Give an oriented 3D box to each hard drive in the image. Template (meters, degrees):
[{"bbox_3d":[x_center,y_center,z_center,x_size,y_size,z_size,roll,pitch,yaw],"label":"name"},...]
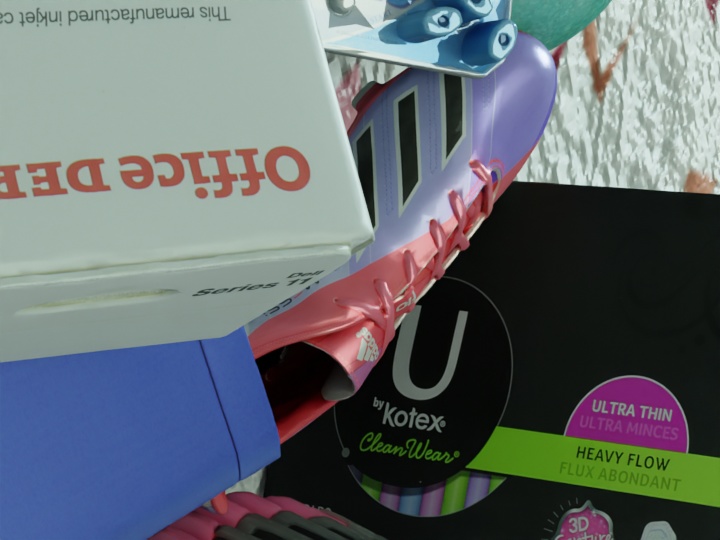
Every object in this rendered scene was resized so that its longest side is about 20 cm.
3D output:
[{"bbox_3d":[-0.114,0.032,0.673,0.200,0.025,0.132,-29,106,-42],"label":"hard drive"}]

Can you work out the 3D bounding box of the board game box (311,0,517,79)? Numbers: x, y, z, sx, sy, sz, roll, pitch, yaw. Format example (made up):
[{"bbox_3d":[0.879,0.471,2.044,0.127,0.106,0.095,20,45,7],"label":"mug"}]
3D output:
[{"bbox_3d":[-0.031,-0.174,0.762,0.200,0.026,0.200,8,87,-21],"label":"board game box"}]

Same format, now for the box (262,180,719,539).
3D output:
[{"bbox_3d":[0.087,0.054,0.876,0.124,0.200,0.149,23,76,-50],"label":"box"}]

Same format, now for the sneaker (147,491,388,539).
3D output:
[{"bbox_3d":[-0.053,0.131,0.760,0.200,0.079,0.096,-12,117,-48],"label":"sneaker"}]

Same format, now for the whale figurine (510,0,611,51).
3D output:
[{"bbox_3d":[0.022,-0.153,0.837,0.159,0.104,0.200,-49,124,-5],"label":"whale figurine"}]

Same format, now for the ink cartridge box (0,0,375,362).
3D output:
[{"bbox_3d":[-0.097,-0.079,0.635,0.146,0.083,0.200,-5,73,-34],"label":"ink cartridge box"}]

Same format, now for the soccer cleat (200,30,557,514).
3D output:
[{"bbox_3d":[0.000,0.000,0.810,0.200,0.076,0.067,-40,135,-12],"label":"soccer cleat"}]
